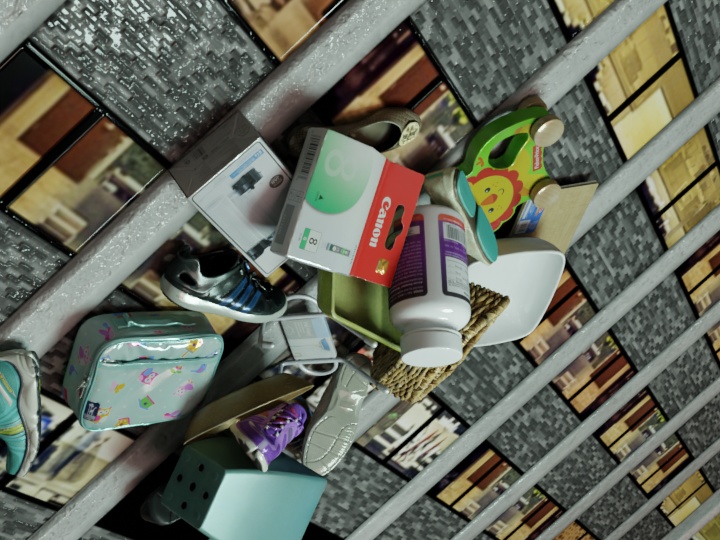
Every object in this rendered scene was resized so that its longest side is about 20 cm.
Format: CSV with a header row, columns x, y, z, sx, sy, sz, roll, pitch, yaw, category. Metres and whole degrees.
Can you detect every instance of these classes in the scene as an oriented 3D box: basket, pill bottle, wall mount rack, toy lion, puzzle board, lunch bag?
x,y,z,sx,sy,sz,roll,pitch,yaw,category
0.120,0.115,1.558,0.148,0.143,0.200,24,131,-14,basket
0.092,0.023,1.410,0.110,0.201,0.112,-1,157,0,pill bottle
-0.050,0.119,1.513,0.172,0.075,0.201,-3,140,10,wall mount rack
0.198,-0.137,1.533,0.191,0.069,0.201,-21,139,-11,toy lion
0.295,-0.060,1.712,0.150,0.017,0.201,-10,136,-32,puzzle board
-0.285,0.127,1.368,0.199,0.077,0.161,-2,130,-41,lunch bag

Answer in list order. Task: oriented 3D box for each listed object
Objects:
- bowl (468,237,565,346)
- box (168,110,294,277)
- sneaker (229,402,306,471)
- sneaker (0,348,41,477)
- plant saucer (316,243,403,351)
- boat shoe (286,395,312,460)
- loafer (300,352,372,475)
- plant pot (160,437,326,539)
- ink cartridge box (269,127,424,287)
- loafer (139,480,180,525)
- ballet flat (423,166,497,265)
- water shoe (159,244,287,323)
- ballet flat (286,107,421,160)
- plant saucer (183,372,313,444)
x,y,z,sx,sy,sz,roll,pitch,yaw,category
0.212,0.025,1.668,0.199,0.075,0.201,-5,134,-24,bowl
-0.132,-0.090,1.295,0.116,0.060,0.200,-39,143,-1,box
-0.124,0.220,1.476,0.083,0.081,0.200,-40,178,9,sneaker
-0.442,0.177,1.311,0.079,0.078,0.201,0,126,-15,sneaker
0.000,0.000,1.429,0.048,0.201,0.200,-13,154,30,plant saucer
-0.092,0.259,1.665,0.072,0.072,0.200,-39,142,0,boat shoe
-0.039,0.222,1.626,0.072,0.063,0.201,26,84,-16,loafer
-0.179,0.323,1.509,0.200,0.141,0.142,30,84,-54,plant pot
-0.002,-0.072,1.306,0.199,0.050,0.162,18,90,-35,ink cartridge box
-0.254,0.333,1.625,0.199,0.073,0.072,-17,176,-37,loafer
0.143,-0.078,1.500,0.062,0.068,0.200,-5,140,24,ballet flat
-0.164,0.017,1.367,0.199,0.072,0.079,8,120,-45,water shoe
-0.001,-0.168,1.339,0.199,0.046,0.068,-11,133,-31,ballet flat
-0.163,0.188,1.470,0.199,0.036,0.200,-24,172,-4,plant saucer
